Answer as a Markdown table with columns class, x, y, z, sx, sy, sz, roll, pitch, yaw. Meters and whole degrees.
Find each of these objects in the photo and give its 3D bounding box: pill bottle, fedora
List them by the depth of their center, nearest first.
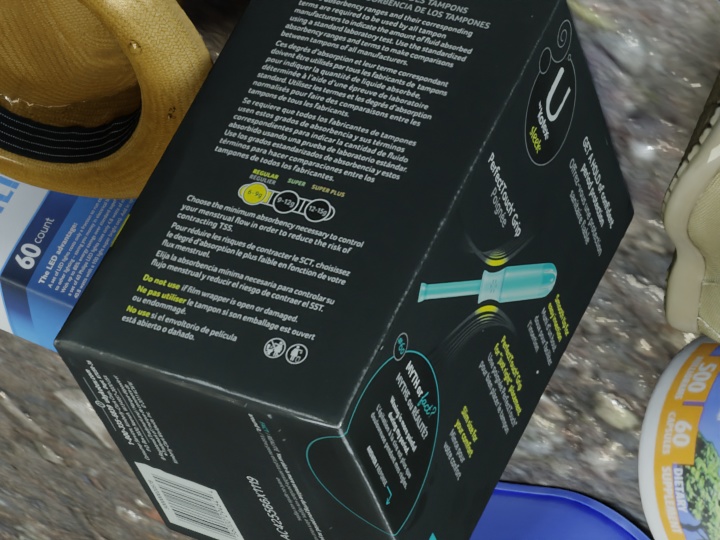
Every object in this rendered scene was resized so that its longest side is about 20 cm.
| class | x | y | z | sx | sy | sz | roll | pitch | yaw |
| --- | --- | --- | --- | --- | --- | --- | --- | --- | --- |
| pill bottle | 0.218 | 0.079 | 1.173 | 0.199 | 0.112 | 0.112 | -2 | 142 | 47 |
| fedora | -0.128 | -0.113 | 1.198 | 0.200 | 0.082 | 0.201 | 20 | 149 | 13 |

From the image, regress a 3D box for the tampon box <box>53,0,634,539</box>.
| class | x | y | z | sx | sy | sz | roll | pitch | yaw |
| --- | --- | --- | --- | --- | --- | --- | --- | --- | --- |
| tampon box | 0.000 | 0.000 | 1.140 | 0.126 | 0.201 | 0.150 | 15 | 152 | 26 |

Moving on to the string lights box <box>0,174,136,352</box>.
| class | x | y | z | sx | sy | sz | roll | pitch | yaw |
| --- | --- | --- | --- | --- | --- | --- | --- | --- | --- |
| string lights box | -0.079 | 0.000 | 1.340 | 0.199 | 0.103 | 0.059 | 22 | 154 | 14 |

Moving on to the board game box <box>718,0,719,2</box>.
| class | x | y | z | sx | sy | sz | roll | pitch | yaw |
| --- | --- | --- | --- | --- | --- | --- | --- | --- | --- |
| board game box | 0.152 | -0.149 | 0.885 | 0.199 | 0.041 | 0.200 | -2 | 142 | 48 |

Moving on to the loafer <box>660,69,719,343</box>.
| class | x | y | z | sx | sy | sz | roll | pitch | yaw |
| --- | --- | --- | --- | --- | --- | --- | --- | --- | --- |
| loafer | 0.154 | -0.023 | 1.097 | 0.067 | 0.076 | 0.200 | 21 | 165 | 12 |

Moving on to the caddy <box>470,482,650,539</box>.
| class | x | y | z | sx | sy | sz | roll | pitch | yaw |
| --- | --- | --- | --- | --- | --- | --- | --- | --- | --- |
| caddy | 0.084 | 0.181 | 1.526 | 0.199 | 0.105 | 0.142 | 5 | 125 | 42 |
